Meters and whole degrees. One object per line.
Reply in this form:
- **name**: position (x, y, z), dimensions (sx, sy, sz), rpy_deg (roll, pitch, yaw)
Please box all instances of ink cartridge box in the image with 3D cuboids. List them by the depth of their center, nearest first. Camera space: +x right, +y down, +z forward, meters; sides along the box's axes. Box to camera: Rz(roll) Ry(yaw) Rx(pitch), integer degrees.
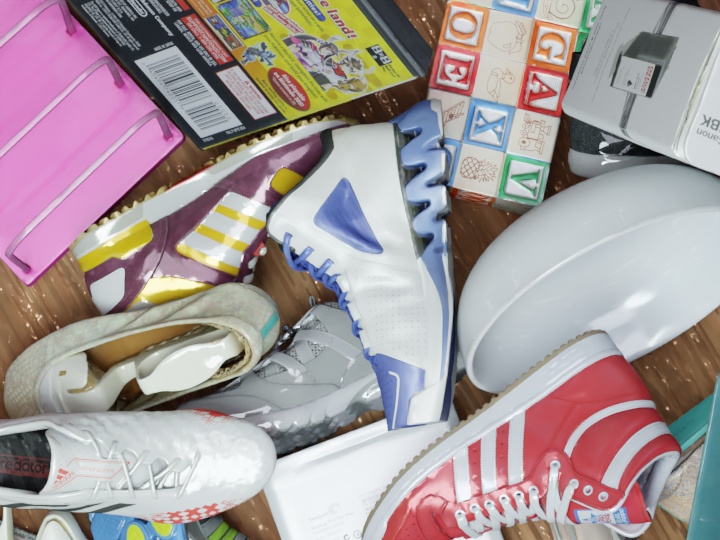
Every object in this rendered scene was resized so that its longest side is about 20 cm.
- **ink cartridge box**: position (0.219, -0.092, 1.514), dimensions (0.146, 0.200, 0.083), rpy_deg (20, 95, -17)

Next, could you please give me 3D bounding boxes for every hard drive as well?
- **hard drive**: position (0.030, 0.195, 1.672), dimensions (0.131, 0.026, 0.201), rpy_deg (-20, 85, -2)

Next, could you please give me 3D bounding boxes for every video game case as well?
- **video game case**: position (-0.083, -0.167, 1.592), dimensions (0.200, 0.180, 0.026), rpy_deg (49, 43, -31)

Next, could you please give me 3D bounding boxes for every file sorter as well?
- **file sorter**: position (-0.229, -0.115, 1.655), dimensions (0.139, 0.125, 0.200), rpy_deg (-43, 86, -4)

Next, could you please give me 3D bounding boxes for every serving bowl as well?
- **serving bowl**: position (0.142, -0.005, 1.616), dimensions (0.199, 0.200, 0.066), rpy_deg (-24, 67, -2)

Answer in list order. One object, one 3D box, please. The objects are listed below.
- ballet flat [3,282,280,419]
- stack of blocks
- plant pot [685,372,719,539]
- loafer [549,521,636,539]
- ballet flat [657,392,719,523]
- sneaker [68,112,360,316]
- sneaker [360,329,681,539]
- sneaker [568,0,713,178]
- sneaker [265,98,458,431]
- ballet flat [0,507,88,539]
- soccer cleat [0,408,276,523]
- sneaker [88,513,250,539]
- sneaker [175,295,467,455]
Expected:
- **ballet flat**: position (-0.142, 0.059, 1.635), dimensions (0.199, 0.062, 0.068), rpy_deg (-23, 112, 20)
- **stack of blocks**: position (0.106, -0.139, 1.689), dimensions (0.114, 0.059, 0.201), rpy_deg (13, 84, 1)
- **plant pot**: position (0.319, 0.154, 1.605), dimensions (0.199, 0.141, 0.142), rpy_deg (4, 105, -20)
- **loafer**: position (0.141, 0.174, 1.661), dimensions (0.062, 0.072, 0.202), rpy_deg (-10, 78, 16)
- **ballet flat**: position (0.261, 0.084, 1.672), dimensions (0.200, 0.068, 0.067), rpy_deg (-40, 105, 2)
- **sneaker**: position (-0.078, -0.026, 1.678), dimensions (0.199, 0.075, 0.091), rpy_deg (-27, 93, 4)
- **sneaker**: position (0.101, 0.138, 1.608), dimensions (0.200, 0.071, 0.113), rpy_deg (-40, 64, 5)
- **sneaker**: position (0.224, -0.118, 1.647), dimensions (0.199, 0.073, 0.113), rpy_deg (-6, 104, -21)
- **sneaker**: position (0.000, -0.001, 1.619), dimensions (0.114, 0.081, 0.201), rpy_deg (-3, 82, 6)
- **ballet flat**: position (-0.214, 0.172, 1.650), dimensions (0.199, 0.072, 0.072), rpy_deg (20, 85, 3)
- **soccer cleat**: position (-0.150, 0.115, 1.586), dimensions (0.198, 0.085, 0.069), rpy_deg (1, 86, 8)
- **sneaker**: position (-0.100, 0.184, 1.655), dimensions (0.071, 0.083, 0.200), rpy_deg (-43, 70, 17)
- **sneaker**: position (-0.029, 0.060, 1.672), dimensions (0.199, 0.075, 0.082), rpy_deg (-19, 76, -12)
